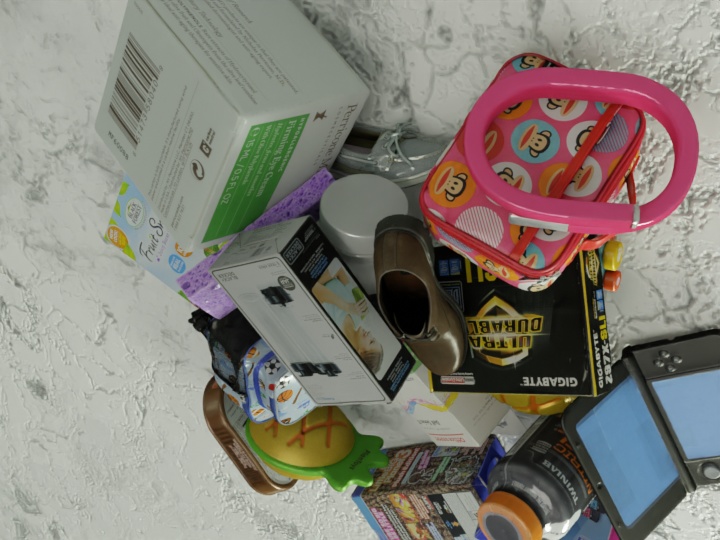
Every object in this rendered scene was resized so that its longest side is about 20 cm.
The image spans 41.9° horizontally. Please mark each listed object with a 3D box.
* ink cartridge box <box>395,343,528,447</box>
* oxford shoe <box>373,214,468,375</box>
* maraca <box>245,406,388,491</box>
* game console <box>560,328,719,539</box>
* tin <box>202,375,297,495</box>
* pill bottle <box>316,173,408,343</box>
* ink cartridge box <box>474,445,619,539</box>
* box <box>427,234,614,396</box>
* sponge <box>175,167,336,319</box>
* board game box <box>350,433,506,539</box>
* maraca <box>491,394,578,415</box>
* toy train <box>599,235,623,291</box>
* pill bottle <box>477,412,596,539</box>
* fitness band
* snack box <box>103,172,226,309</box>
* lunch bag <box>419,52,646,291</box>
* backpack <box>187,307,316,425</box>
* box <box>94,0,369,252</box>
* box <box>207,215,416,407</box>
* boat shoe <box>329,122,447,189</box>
[{"bbox_3d":[0.100,0.151,1.147,0.200,0.067,0.117,48,158,-8],"label":"ink cartridge box"},{"bbox_3d":[0.054,0.047,0.918,0.072,0.085,0.200,-11,133,21],"label":"oxford shoe"},{"bbox_3d":[-0.060,0.230,1.264,0.199,0.137,0.107,22,128,22],"label":"maraca"},{"bbox_3d":[0.342,0.186,1.017,0.175,0.116,0.200,-17,113,34],"label":"game console"},{"bbox_3d":[-0.150,0.230,1.350,0.042,0.112,0.200,-22,111,29],"label":"tin"},{"bbox_3d":[0.000,0.000,1.009,0.119,0.120,0.200,21,141,16],"label":"pill bottle"},{"bbox_3d":[0.228,0.292,1.142,0.200,0.137,0.076,29,137,4],"label":"ink cartridge box"},{"bbox_3d":[0.154,0.046,0.968,0.200,0.049,0.160,-4,91,42],"label":"box"},{"bbox_3d":[-0.098,-0.025,1.028,0.030,0.200,0.112,53,180,19],"label":"sponge"},{"bbox_3d":[0.118,0.321,1.266,0.200,0.097,0.160,-16,113,38],"label":"board game box"},{"bbox_3d":[0.168,0.084,1.059,0.200,0.107,0.137,41,144,7],"label":"maraca"},{"bbox_3d":[0.189,-0.049,0.989,0.200,0.056,0.150,47,141,-9],"label":"toy train"},{"bbox_3d":[0.214,0.232,1.063,0.106,0.200,0.107,26,135,30],"label":"pill bottle"},{"bbox_3d":[0.189,-0.106,0.813,0.199,0.144,0.037,7,165,9],"label":"fitness band"},{"bbox_3d":[-0.219,-0.050,1.215,0.200,0.068,0.169,37,134,4],"label":"snack box"},{"bbox_3d":[0.169,-0.084,0.872,0.176,0.200,0.082,32,171,16],"label":"lunch bag"},{"bbox_3d":[-0.096,0.098,1.173,0.154,0.200,0.191,50,154,21],"label":"backpack"},{"bbox_3d":[-0.139,-0.166,0.976,0.200,0.171,0.199,51,136,19],"label":"box"},{"bbox_3d":[-0.047,0.047,0.947,0.116,0.060,0.200,-12,123,45],"label":"box"},{"bbox_3d":[0.007,-0.132,1.019,0.201,0.074,0.065,11,127,34],"label":"boat shoe"}]
